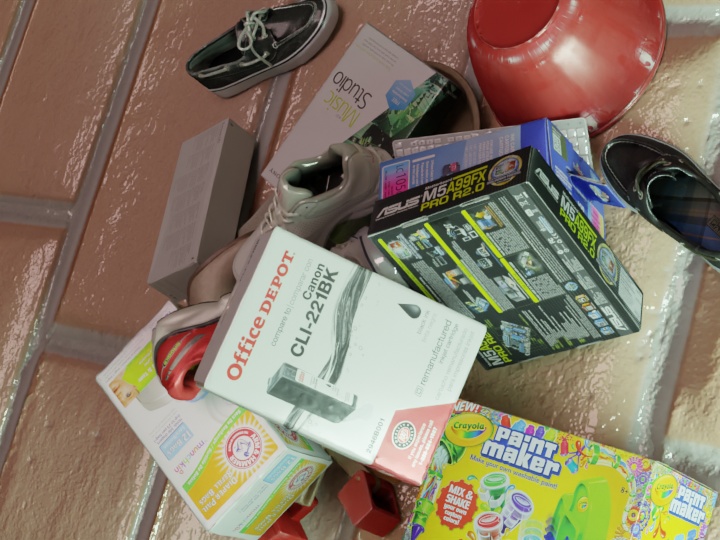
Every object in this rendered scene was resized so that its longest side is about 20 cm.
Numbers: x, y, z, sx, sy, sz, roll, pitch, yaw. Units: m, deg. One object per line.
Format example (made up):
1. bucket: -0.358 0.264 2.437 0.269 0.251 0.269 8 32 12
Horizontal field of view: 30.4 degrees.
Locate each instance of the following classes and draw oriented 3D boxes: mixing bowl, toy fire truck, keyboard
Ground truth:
1. mixing bowl: 0.175 -0.230 1.251 0.199 0.108 0.202 -16 62 33
2. toy fire truck: -0.056 0.201 1.299 0.141 0.049 0.200 -43 48 15
3. keyboard: 0.123 -0.107 1.263 0.199 0.011 0.057 -4 98 29

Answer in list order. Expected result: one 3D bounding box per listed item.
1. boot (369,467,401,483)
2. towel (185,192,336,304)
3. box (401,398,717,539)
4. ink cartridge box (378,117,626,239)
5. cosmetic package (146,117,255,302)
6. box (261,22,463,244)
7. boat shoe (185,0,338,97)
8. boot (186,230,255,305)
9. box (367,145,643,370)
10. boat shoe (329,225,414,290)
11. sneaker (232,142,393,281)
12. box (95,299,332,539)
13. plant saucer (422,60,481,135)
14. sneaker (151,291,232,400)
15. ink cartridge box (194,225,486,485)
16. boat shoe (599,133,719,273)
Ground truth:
1. boot: -0.023 0.108 1.254 0.073 0.155 0.200 -35 28 5
2. towel: -0.100 0.005 1.430 0.200 0.034 0.133 -46 51 14
3. box: 0.149 0.229 1.070 0.199 0.122 0.194 13 79 42
4. ink cartridge box: 0.132 -0.062 1.186 0.199 0.136 0.077 -14 63 27
5. cosmetic package: -0.175 -0.068 1.481 0.082 0.051 0.201 -23 45 38
6. box: -0.002 -0.140 1.369 0.144 0.036 0.201 42 101 40
7. boat shoe: -0.118 -0.268 1.535 0.198 0.068 0.074 -19 61 33
8. boot: -0.138 0.076 1.365 0.200 0.070 0.146 -48 51 17
9. box: 0.126 -0.004 1.133 0.159 0.200 0.044 -18 40 34
10. boat shoe: 0.000 0.000 1.237 0.066 0.072 0.200 -33 13 -2
11. sneaker: -0.064 -0.061 1.295 0.200 0.099 0.078 -43 58 15
12. box: -0.138 0.142 1.256 0.113 0.101 0.200 -45 63 6
13. plant saucer: 0.045 -0.119 1.365 0.199 0.029 0.201 -17 61 34
14. sneaker: -0.089 0.061 1.176 0.199 0.077 0.085 -24 58 10
15. ink cartridge box: -0.019 0.070 1.099 0.145 0.199 0.084 -66 8 -8
16. boat shoe: 0.266 -0.063 1.132 0.070 0.066 0.200 -48 49 13
